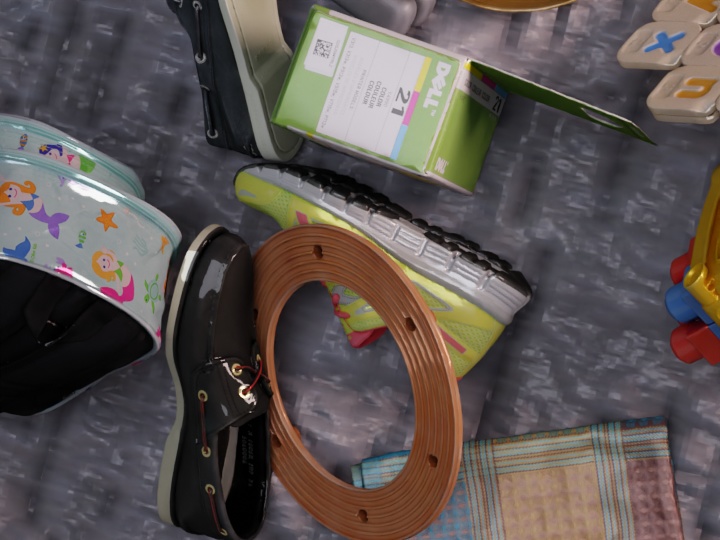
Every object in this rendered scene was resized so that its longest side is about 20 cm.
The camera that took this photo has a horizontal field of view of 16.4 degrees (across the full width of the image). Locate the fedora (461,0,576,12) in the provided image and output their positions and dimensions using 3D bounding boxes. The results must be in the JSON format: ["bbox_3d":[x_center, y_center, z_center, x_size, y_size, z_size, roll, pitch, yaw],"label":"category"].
[{"bbox_3d":[0.094,-0.261,1.527,0.200,0.082,0.201,-1,86,12],"label":"fedora"}]

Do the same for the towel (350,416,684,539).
[{"bbox_3d":[0.098,0.173,1.529,0.200,0.022,0.147,-9,85,12],"label":"towel"}]

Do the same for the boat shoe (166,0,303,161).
[{"bbox_3d":[-0.087,-0.162,1.545,0.066,0.075,0.199,1,122,28],"label":"boat shoe"}]

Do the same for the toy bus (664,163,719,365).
[{"bbox_3d":[0.258,-0.026,1.448,0.192,0.200,0.136,-29,117,38],"label":"toy bus"}]

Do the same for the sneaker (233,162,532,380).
[{"bbox_3d":[0.000,0.000,1.536,0.200,0.078,0.090,30,102,16],"label":"sneaker"}]

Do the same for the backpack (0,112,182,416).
[{"bbox_3d":[-0.206,-0.004,1.504,0.200,0.177,0.151,-18,51,51],"label":"backpack"}]

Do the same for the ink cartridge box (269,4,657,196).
[{"bbox_3d":[0.065,-0.083,1.488,0.200,0.148,0.076,21,91,13],"label":"ink cartridge box"}]

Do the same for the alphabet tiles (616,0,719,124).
[{"bbox_3d":[0.252,-0.149,1.445,0.196,0.015,0.200,6,45,45],"label":"alphabet tiles"}]

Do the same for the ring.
[{"bbox_3d":[-0.007,0.067,1.506,0.200,0.019,0.201,21,119,44],"label":"ring"}]

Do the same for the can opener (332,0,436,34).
[{"bbox_3d":[-0.048,-0.201,1.581,0.200,0.053,0.067,37,126,12],"label":"can opener"}]

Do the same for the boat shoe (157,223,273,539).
[{"bbox_3d":[-0.081,0.070,1.526,0.063,0.074,0.202,15,112,27],"label":"boat shoe"}]
